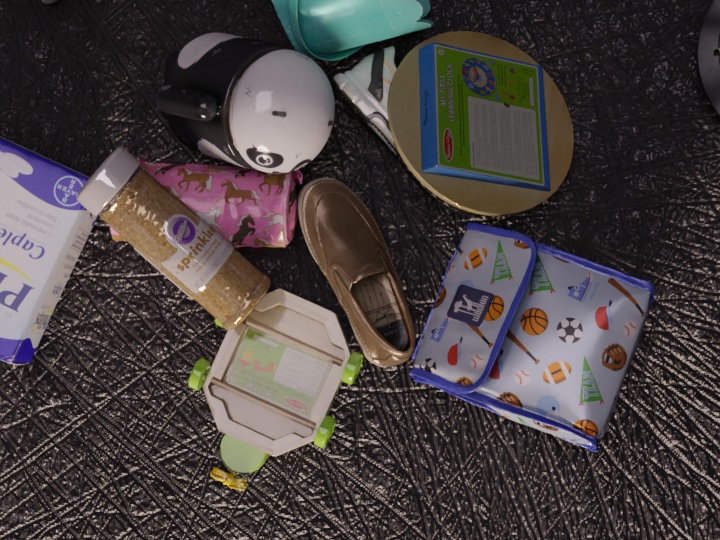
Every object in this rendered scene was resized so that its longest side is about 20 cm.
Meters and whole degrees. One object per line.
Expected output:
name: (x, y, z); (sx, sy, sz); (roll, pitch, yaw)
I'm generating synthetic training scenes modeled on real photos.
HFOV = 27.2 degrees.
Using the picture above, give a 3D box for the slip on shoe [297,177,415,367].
slip on shoe: (0.000, 0.000, 1.473); (0.075, 0.061, 0.202); (-21, 90, -15)

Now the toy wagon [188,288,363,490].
toy wagon: (-0.094, 0.122, 1.498); (0.154, 0.040, 0.202); (23, 87, 8)

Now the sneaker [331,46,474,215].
sneaker: (0.061, -0.142, 1.497); (0.080, 0.074, 0.200); (-40, 84, -7)

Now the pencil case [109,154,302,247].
pencil case: (-0.158, -0.069, 1.507); (0.198, 0.083, 0.087); (4, 112, 6)

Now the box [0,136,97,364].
box: (-0.380, -0.032, 1.495); (0.182, 0.105, 0.202); (24, 86, -3)

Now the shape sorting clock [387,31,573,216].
shape sorting clock: (0.119, -0.146, 1.475); (0.198, 0.039, 0.202); (9, 65, -21)

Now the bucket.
bucket: (-0.021, -0.311, 1.465); (0.134, 0.207, 0.209); (-19, 82, 10)

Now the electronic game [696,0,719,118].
electronic game: (0.435, -0.214, 1.482); (0.198, 0.042, 0.202); (-1, 81, 6)

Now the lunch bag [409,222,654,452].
lunch bag: (0.164, 0.062, 1.438); (0.198, 0.124, 0.171); (22, 83, 13)

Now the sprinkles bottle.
sprinkles bottle: (-0.180, -0.030, 1.444); (0.200, 0.068, 0.068); (42, 88, -11)

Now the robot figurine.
robot figurine: (-0.115, -0.164, 1.467); (0.199, 0.125, 0.150); (20, 55, 43)

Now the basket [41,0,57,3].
basket: (-0.333, -0.415, 1.506); (0.160, 0.200, 0.199); (-37, 82, -2)
